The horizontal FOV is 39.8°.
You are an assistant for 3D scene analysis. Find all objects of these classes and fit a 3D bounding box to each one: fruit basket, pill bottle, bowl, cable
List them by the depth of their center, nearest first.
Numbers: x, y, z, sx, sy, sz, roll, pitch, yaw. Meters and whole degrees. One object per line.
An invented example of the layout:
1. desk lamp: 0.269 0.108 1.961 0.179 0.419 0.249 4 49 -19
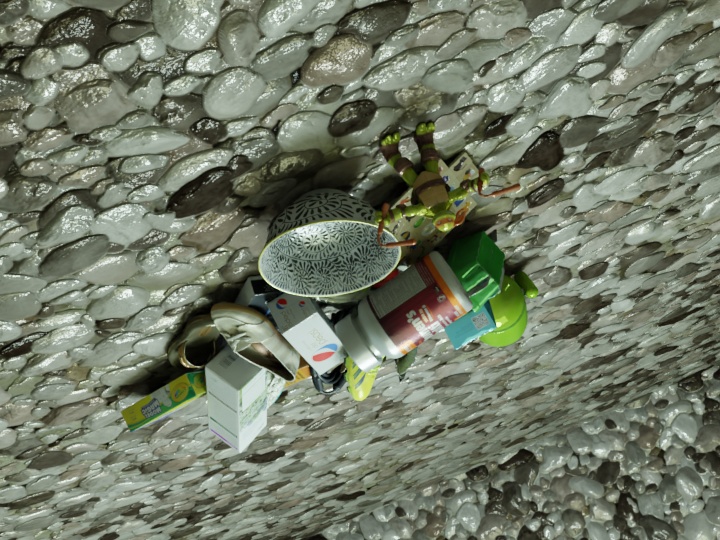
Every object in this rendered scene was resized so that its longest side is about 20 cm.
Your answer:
1. bowl: -0.047 -0.052 1.397 0.199 0.095 0.201 -6 150 -3
2. pill bottle: 0.066 0.067 1.550 0.199 0.110 0.110 -35 155 7
3. fruit basket: 0.155 0.033 1.687 0.200 0.094 0.186 -44 -168 30
4. cable: -0.029 0.140 1.826 0.163 0.051 0.201 -41 150 -21

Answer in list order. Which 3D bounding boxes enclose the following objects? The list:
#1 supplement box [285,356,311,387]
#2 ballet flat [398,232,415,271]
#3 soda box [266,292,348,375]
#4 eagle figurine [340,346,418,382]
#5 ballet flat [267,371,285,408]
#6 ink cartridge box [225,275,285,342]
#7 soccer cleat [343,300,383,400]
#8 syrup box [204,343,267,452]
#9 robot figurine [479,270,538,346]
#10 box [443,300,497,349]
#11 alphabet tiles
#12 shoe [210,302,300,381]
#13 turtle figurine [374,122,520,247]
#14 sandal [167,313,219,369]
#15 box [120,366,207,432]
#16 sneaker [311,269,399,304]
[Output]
1. supplement box: -0.184 0.196 1.867 0.199 0.069 0.067 -22 155 6
2. ballet flat: 0.069 -0.039 1.592 0.063 0.069 0.200 -15 148 7
3. soda box: -0.081 0.100 1.636 0.068 0.064 0.200 -32 151 1
4. eagle figurine: 0.069 0.120 1.799 0.151 0.152 0.200 -17 165 32
5. ballet flat: -0.154 0.156 1.767 0.072 0.072 0.201 6 119 -47
6. ink cartridge box: -0.166 0.070 1.649 0.099 0.039 0.200 -8 154 -29
7. soccer cleat: 0.023 0.125 1.672 0.083 0.202 0.065 10 -172 15
8. syrup box: -0.215 0.222 1.737 0.079 0.081 0.201 -44 156 -35
9. robot figurine: 0.262 0.077 1.920 0.175 0.116 0.200 -29 156 2
10. box: 0.184 0.061 1.755 0.082 0.049 0.200 -29 -163 11
11. alphabet tiles: 0.100 -0.087 1.489 0.200 0.006 0.166 -45 148 5
12. shoe: -0.166 0.116 1.603 0.070 0.054 0.200 -23 136 30
13. turtle figurine: 0.099 -0.115 1.321 0.199 0.162 0.064 -23 157 4
14. sandal: -0.271 0.131 1.666 0.080 0.054 0.200 -7 157 -29
15. box: -0.318 0.218 1.777 0.199 0.049 0.117 -33 173 28
16. sneaker: 0.000 0.000 1.600 0.077 0.086 0.199 14 -163 35
